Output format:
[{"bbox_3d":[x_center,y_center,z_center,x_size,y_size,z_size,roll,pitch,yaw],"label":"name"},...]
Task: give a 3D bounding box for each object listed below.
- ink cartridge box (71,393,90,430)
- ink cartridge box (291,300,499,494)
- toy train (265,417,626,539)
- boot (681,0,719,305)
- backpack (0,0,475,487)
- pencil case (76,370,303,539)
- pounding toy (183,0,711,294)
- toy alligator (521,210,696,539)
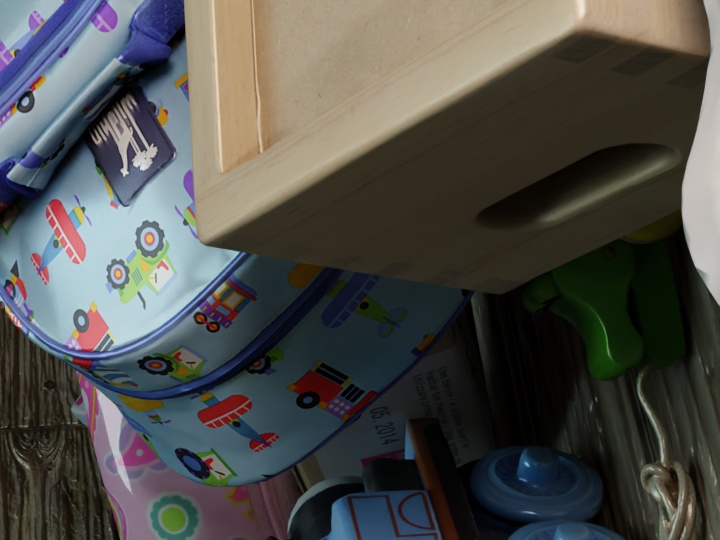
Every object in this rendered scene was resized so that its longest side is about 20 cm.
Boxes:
[{"bbox_3d":[-0.040,0.118,1.143,0.042,0.200,0.119,-48,7,-9],"label":"ink cartridge box"},{"bbox_3d":[0.000,0.000,0.984,0.200,0.075,0.165,71,-173,-61],"label":"ink cartridge box"},{"bbox_3d":[0.032,0.120,0.845,0.200,0.114,0.087,-108,20,-62],"label":"toy train"},{"bbox_3d":[0.114,-0.068,0.510,0.096,0.073,0.200,-46,22,34],"label":"boot"},{"bbox_3d":[-0.055,-0.043,0.815,0.182,0.134,0.200,-41,50,20],"label":"backpack"},{"bbox_3d":[-0.068,0.033,1.035,0.087,0.087,0.201,-178,77,-81],"label":"pencil case"},{"bbox_3d":[0.040,-0.099,0.694,0.200,0.142,0.185,-28,60,50],"label":"pounding toy"},{"bbox_3d":[0.068,-0.011,0.796,0.059,0.054,0.201,127,141,-76],"label":"toy alligator"}]
